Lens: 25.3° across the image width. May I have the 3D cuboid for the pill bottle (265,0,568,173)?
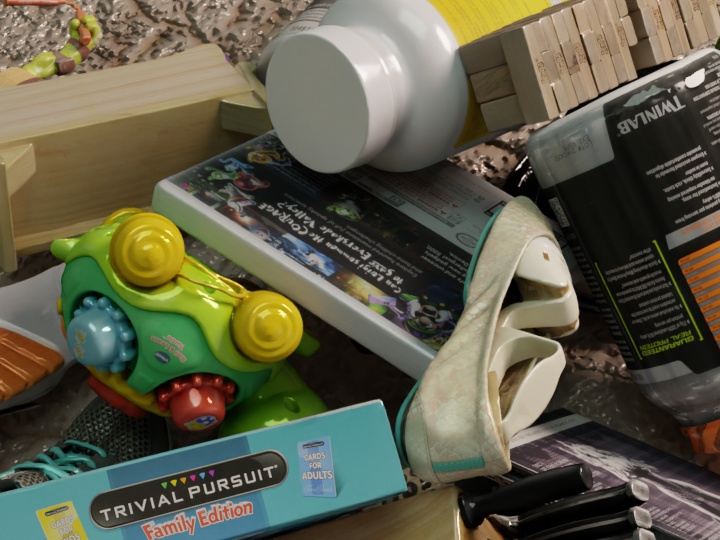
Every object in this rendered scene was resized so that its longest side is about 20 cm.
[{"bbox_3d":[0.042,-0.123,0.953,0.112,0.112,0.200,32,38,30],"label":"pill bottle"}]

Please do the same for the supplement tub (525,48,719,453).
[{"bbox_3d":[0.184,-0.009,0.879,0.122,0.123,0.200,-26,92,-15],"label":"supplement tub"}]

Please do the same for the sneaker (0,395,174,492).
[{"bbox_3d":[-0.166,0.131,0.875,0.078,0.091,0.200,10,50,20],"label":"sneaker"}]

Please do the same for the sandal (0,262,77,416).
[{"bbox_3d":[-0.209,0.051,0.983,0.207,0.059,0.079,-22,63,-39],"label":"sandal"}]

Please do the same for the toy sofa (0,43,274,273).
[{"bbox_3d":[-0.155,-0.076,1.037,0.200,0.083,0.098,-15,38,-23],"label":"toy sofa"}]

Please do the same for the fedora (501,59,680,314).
[{"bbox_3d":[0.178,-0.066,1.002,0.200,0.092,0.201,-4,49,4],"label":"fedora"}]

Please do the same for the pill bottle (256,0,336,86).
[{"bbox_3d":[0.030,-0.167,1.099,0.113,0.113,0.200,26,57,27],"label":"pill bottle"}]

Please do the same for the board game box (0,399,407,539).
[{"bbox_3d":[-0.097,0.117,0.764,0.200,0.151,0.047,-12,79,-21],"label":"board game box"}]

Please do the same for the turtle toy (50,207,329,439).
[{"bbox_3d":[-0.091,0.045,0.895,0.200,0.146,0.101,34,86,-12],"label":"turtle toy"}]

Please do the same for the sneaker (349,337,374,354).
[{"bbox_3d":[0.000,0.000,0.981,0.200,0.074,0.087,23,49,20],"label":"sneaker"}]

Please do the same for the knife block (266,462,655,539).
[{"bbox_3d":[0.036,0.141,0.771,0.200,0.064,0.176,31,83,46],"label":"knife block"}]

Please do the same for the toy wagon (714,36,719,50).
[{"bbox_3d":[0.291,-0.069,0.980,0.155,0.040,0.200,21,45,-21],"label":"toy wagon"}]

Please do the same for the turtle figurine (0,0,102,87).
[{"bbox_3d":[-0.236,-0.107,1.116,0.161,0.064,0.200,34,52,23],"label":"turtle figurine"}]

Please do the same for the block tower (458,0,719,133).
[{"bbox_3d":[0.138,-0.135,0.931,0.058,0.054,0.200,-12,11,45],"label":"block tower"}]

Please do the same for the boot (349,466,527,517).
[{"bbox_3d":[0.098,0.155,0.833,0.200,0.073,0.151,-23,49,-1],"label":"boot"}]

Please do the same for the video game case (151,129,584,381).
[{"bbox_3d":[0.012,-0.023,0.921,0.200,0.023,0.182,32,36,21],"label":"video game case"}]

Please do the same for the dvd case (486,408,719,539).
[{"bbox_3d":[0.165,0.122,0.827,0.200,0.016,0.149,23,12,25],"label":"dvd case"}]

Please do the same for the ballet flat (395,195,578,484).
[{"bbox_3d":[0.079,0.034,0.802,0.062,0.067,0.200,-3,39,29],"label":"ballet flat"}]
